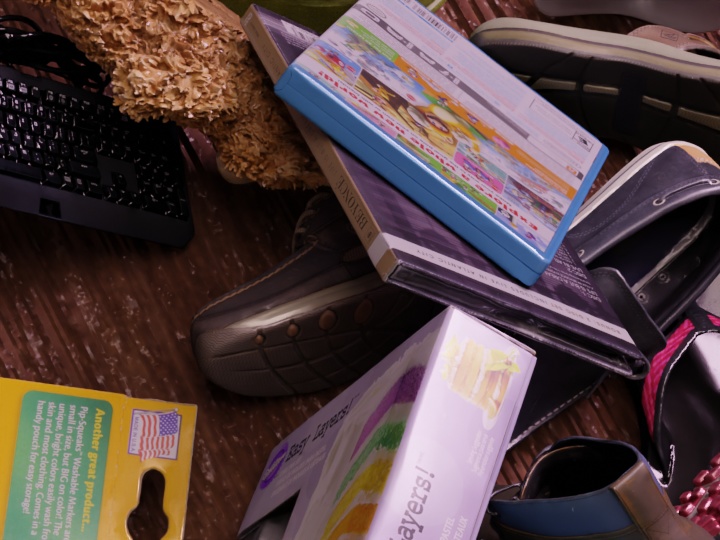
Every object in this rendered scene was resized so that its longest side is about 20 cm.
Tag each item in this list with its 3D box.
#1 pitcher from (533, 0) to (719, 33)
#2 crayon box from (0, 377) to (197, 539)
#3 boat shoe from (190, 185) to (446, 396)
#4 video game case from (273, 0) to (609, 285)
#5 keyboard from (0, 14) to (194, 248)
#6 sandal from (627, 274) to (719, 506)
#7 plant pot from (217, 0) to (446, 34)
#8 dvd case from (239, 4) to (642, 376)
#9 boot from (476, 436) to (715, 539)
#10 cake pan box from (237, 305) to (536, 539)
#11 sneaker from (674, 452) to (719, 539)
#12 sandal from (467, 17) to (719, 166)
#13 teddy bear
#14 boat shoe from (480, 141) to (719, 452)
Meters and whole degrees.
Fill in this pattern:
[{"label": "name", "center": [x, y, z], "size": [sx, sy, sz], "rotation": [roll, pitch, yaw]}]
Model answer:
[{"label": "pitcher", "center": [0.181, -0.217, 1.502], "size": [0.171, 0.121, 0.201], "rotation": [18, 70, -25]}, {"label": "crayon box", "center": [-0.180, 0.112, 1.290], "size": [0.199, 0.052, 0.126], "rotation": [8, 62, -6]}, {"label": "boat shoe", "center": [0.000, 0.000, 1.378], "size": [0.199, 0.075, 0.073], "rotation": [-19, 57, -28]}, {"label": "video game case", "center": [0.043, -0.069, 1.336], "size": [0.143, 0.018, 0.200], "rotation": [38, 21, 0]}, {"label": "keyboard", "center": [-0.146, -0.076, 1.335], "size": [0.200, 0.040, 0.104], "rotation": [14, 53, -51]}, {"label": "sandal", "center": [0.165, 0.070, 1.379], "size": [0.075, 0.045, 0.201], "rotation": [6, 62, -7]}, {"label": "plant pot", "center": [-0.020, -0.242, 1.422], "size": [0.200, 0.193, 0.201], "rotation": [4, 63, -8]}, {"label": "dvd case", "center": [0.034, -0.038, 1.305], "size": [0.148, 0.016, 0.200], "rotation": [21, 26, -36]}, {"label": "boot", "center": [0.088, 0.103, 1.261], "size": [0.075, 0.200, 0.097], "rotation": [-42, 119, -22]}, {"label": "cake pan box", "center": [-0.012, 0.131, 1.231], "size": [0.052, 0.200, 0.185], "rotation": [31, 59, -12]}, {"label": "sneaker", "center": [0.171, 0.141, 1.314], "size": [0.200, 0.081, 0.075], "rotation": [-44, 104, -8]}, {"label": "sandal", "center": [0.152, -0.096, 1.448], "size": [0.200, 0.080, 0.057], "rotation": [18, 47, -1]}, {"label": "teddy bear", "center": [-0.092, -0.102, 1.362], "size": [0.200, 0.145, 0.067], "rotation": [31, 100, -31]}, {"label": "boat shoe", "center": [0.109, 0.019, 1.361], "size": [0.200, 0.075, 0.062], "rotation": [-44, 36, -13]}]
